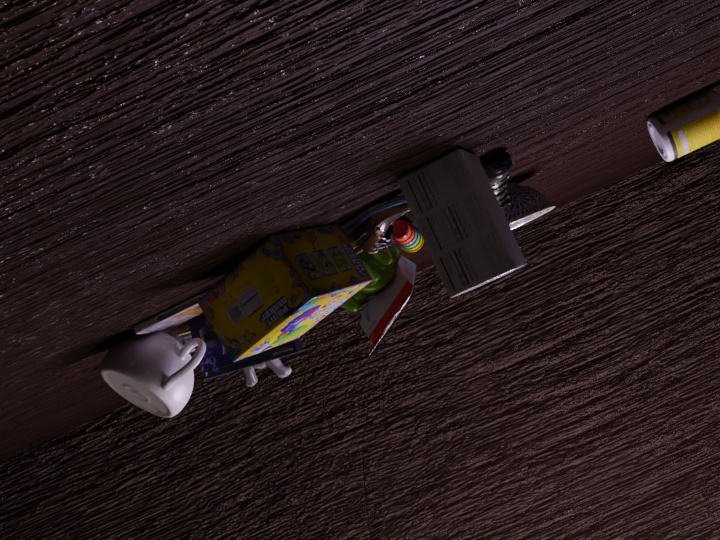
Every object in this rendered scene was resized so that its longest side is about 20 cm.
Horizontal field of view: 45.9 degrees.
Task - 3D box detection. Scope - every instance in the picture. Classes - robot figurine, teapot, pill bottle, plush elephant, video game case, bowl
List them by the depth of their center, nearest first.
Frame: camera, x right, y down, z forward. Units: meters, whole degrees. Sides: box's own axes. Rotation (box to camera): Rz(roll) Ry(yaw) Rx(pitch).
[{"bbox_3d":[-0.316,0.070,1.622,0.199,0.017,0.143,-25,174,12],"label":"video game case"},{"bbox_3d":[-0.401,0.185,1.680,0.146,0.199,0.198,-59,168,-28],"label":"teapot"},{"bbox_3d":[0.000,0.000,1.801,0.176,0.116,0.200,-56,-174,-20],"label":"robot figurine"},{"bbox_3d":[0.758,-0.335,1.904,0.199,0.112,0.111,-25,175,11],"label":"pill bottle"},{"bbox_3d":[0.348,-0.149,2.006,0.200,0.094,0.201,-25,175,-2],"label":"bowl"},{"bbox_3d":[-0.316,0.243,2.684,0.164,0.200,0.155,-25,-162,23],"label":"plush elephant"}]

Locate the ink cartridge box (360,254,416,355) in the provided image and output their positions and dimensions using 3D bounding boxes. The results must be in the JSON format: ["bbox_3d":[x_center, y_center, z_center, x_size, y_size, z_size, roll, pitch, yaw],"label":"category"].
[{"bbox_3d":[0.051,0.070,1.782,0.162,0.050,0.200,-57,-177,20],"label":"ink cartridge box"}]

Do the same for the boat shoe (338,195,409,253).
[{"bbox_3d":[0.021,-0.067,1.472,0.200,0.073,0.072,-28,174,38],"label":"boat shoe"}]

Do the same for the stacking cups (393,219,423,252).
[{"bbox_3d":[0.092,-0.074,1.814,0.060,0.061,0.200,-25,173,11],"label":"stacking cups"}]

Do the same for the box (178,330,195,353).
[{"bbox_3d":[-0.484,0.202,2.016,0.159,0.049,0.200,-30,173,25],"label":"box"}]

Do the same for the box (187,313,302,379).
[{"bbox_3d":[-0.235,0.127,1.730,0.199,0.142,0.079,-17,179,3],"label":"box"}]

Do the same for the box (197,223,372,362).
[{"bbox_3d":[-0.123,0.033,1.414,0.200,0.122,0.192,-39,169,30],"label":"box"}]

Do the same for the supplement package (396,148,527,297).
[{"bbox_3d":[0.164,-0.074,1.339,0.111,0.201,0.156,-25,175,18],"label":"supplement package"}]

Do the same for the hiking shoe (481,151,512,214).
[{"bbox_3d":[0.246,-0.147,1.535,0.076,0.101,0.200,-24,175,-2],"label":"hiking shoe"}]
